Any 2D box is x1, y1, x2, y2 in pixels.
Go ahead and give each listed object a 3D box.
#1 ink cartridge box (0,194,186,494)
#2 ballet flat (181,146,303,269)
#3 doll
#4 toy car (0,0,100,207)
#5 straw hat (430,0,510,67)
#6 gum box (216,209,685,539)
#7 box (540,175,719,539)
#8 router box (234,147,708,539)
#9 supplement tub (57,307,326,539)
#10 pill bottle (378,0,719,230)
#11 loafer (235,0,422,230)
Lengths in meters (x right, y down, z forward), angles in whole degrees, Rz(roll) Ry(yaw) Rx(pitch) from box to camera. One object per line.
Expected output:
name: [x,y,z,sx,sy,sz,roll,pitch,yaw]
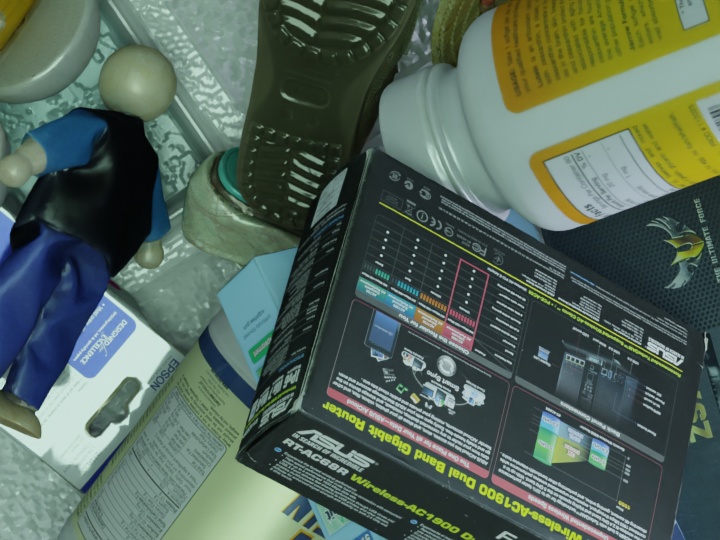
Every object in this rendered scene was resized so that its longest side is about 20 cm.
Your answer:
ink cartridge box: [-0.190,0.017,1.333,0.200,0.037,0.095,40,98,-6]
ballet flat: [0.000,0.000,1.328,0.200,0.067,0.062,28,130,-3]
doll: [-0.144,-0.022,1.269,0.048,0.136,0.200,18,76,33]
toy car: [-0.237,-0.120,1.243,0.150,0.175,0.200,17,70,33]
straw hat: [0.135,-0.142,1.272,0.201,0.085,0.201,2,133,3]
gum box: [0.045,0.073,1.225,0.170,0.045,0.200,-15,73,-38]
box: [0.190,0.039,1.264,0.158,0.051,0.200,-17,86,25]
router box: [0.055,0.058,1.170,0.200,0.150,0.062,29,142,-17]
supplement tub: [-0.064,0.131,1.304,0.145,0.145,0.200,35,100,-8]
pill bottle: [0.115,-0.084,1.193,0.200,0.111,0.111,-21,102,23]
loafer: [-0.013,-0.117,1.247,0.076,0.067,0.200,23,120,2]
